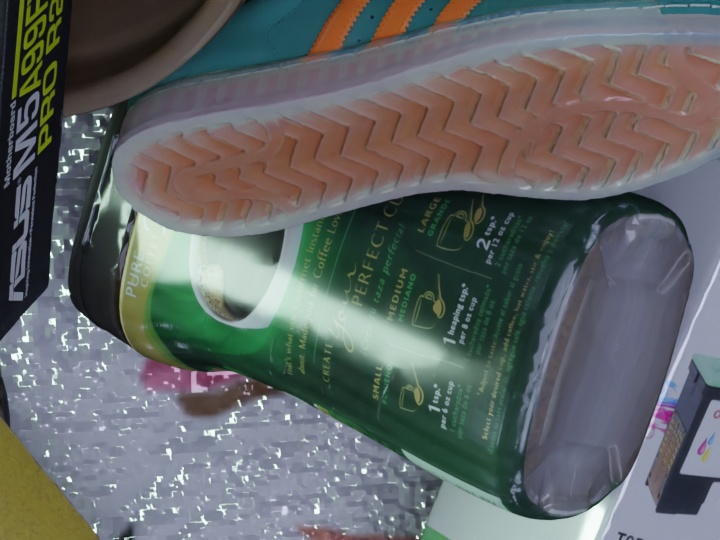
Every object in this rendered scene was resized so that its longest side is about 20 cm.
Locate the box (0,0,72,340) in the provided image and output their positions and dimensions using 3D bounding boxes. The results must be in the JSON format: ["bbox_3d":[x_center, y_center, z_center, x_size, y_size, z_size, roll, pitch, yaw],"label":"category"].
[{"bbox_3d":[-0.176,-0.080,0.737,0.200,0.044,0.160,20,126,13],"label":"box"}]

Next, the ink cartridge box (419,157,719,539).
[{"bbox_3d":[0.116,0.063,0.929,0.145,0.084,0.200,19,96,-39],"label":"ink cartridge box"}]

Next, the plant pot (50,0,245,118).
[{"bbox_3d":[-0.095,-0.150,0.742,0.201,0.093,0.201,12,124,19],"label":"plant pot"}]

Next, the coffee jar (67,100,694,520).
[{"bbox_3d":[0.000,0.000,0.871,0.085,0.200,0.104,8,101,-56],"label":"coffee jar"}]

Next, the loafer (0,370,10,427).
[{"bbox_3d":[-0.154,0.017,0.903,0.072,0.063,0.200,-6,100,-12],"label":"loafer"}]

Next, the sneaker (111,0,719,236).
[{"bbox_3d":[0.024,-0.066,0.800,0.200,0.080,0.071,-6,140,16],"label":"sneaker"}]

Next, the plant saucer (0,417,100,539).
[{"bbox_3d":[-0.207,0.097,0.883,0.200,0.048,0.200,-33,105,15],"label":"plant saucer"}]
